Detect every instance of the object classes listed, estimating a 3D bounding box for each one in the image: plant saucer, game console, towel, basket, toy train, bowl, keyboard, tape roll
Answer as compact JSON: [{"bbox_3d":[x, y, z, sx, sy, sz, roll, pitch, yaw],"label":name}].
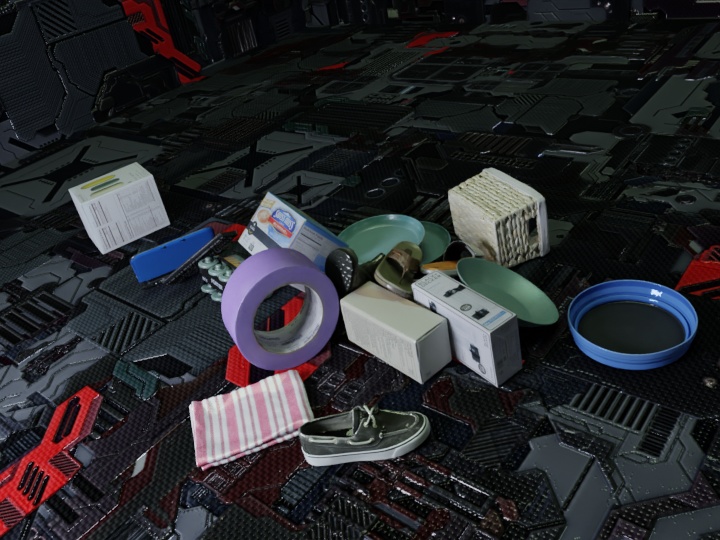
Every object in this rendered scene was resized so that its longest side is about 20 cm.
[{"bbox_3d":[0.100,-0.047,1.435,0.196,0.028,0.201,-9,31,6],"label":"plant saucer"},{"bbox_3d":[0.041,-0.059,1.411,0.196,0.028,0.201,-9,32,6],"label":"plant saucer"},{"bbox_3d":[-0.443,-0.051,1.552,0.197,0.120,0.171,-22,33,-17],"label":"game console"},{"bbox_3d":[-0.180,0.238,1.083,0.196,0.030,0.147,-19,33,-10],"label":"towel"},{"bbox_3d":[0.282,-0.106,1.364,0.122,0.137,0.200,-24,33,-12],"label":"basket"},{"bbox_3d":[0.252,0.048,1.163,0.198,0.039,0.202,20,26,-10],"label":"plant saucer"},{"bbox_3d":[-0.272,0.018,1.425,0.112,0.087,0.199,-17,26,-33],"label":"toy train"},{"bbox_3d":[0.444,0.088,1.083,0.196,0.040,0.202,-10,32,6],"label":"bowl"},{"bbox_3d":[-0.351,-0.028,1.487,0.199,0.021,0.127,-36,-4,21],"label":"keyboard"},{"bbox_3d":[-0.142,0.068,1.173,0.197,0.203,0.085,-24,32,-19],"label":"tape roll"}]

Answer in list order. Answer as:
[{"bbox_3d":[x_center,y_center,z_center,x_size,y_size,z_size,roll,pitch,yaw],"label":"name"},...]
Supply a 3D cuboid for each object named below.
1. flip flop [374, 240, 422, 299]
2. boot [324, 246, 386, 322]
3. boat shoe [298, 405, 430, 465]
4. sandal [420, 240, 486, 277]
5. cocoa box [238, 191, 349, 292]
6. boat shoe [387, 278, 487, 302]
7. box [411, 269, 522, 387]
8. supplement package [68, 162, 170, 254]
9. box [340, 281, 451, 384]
[{"bbox_3d":[0.081,-0.014,1.214,0.080,0.058,0.200,29,31,3],"label":"flip flop"},{"bbox_3d":[0.000,0.000,1.243,0.130,0.202,0.068,-36,63,-26],"label":"boot"},{"bbox_3d":[0.006,0.239,0.979,0.196,0.065,0.071,-13,31,0],"label":"boat shoe"},{"bbox_3d":[0.192,-0.025,1.272,0.078,0.061,0.205,14,14,38],"label":"sandal"},{"bbox_3d":[-0.143,-0.057,1.394,0.133,0.132,0.199,-58,39,4],"label":"cocoa box"},{"bbox_3d":[0.148,0.043,1.241,0.196,0.064,0.072,-4,30,12],"label":"boat shoe"},{"bbox_3d":[0.175,0.091,1.101,0.060,0.118,0.199,-30,34,-22],"label":"box"},{"bbox_3d":[-0.654,-0.173,1.791,0.198,0.153,0.151,-28,35,-24],"label":"supplement package"},{"bbox_3d":[0.059,0.104,1.148,0.077,0.096,0.199,-31,37,-29],"label":"box"}]
